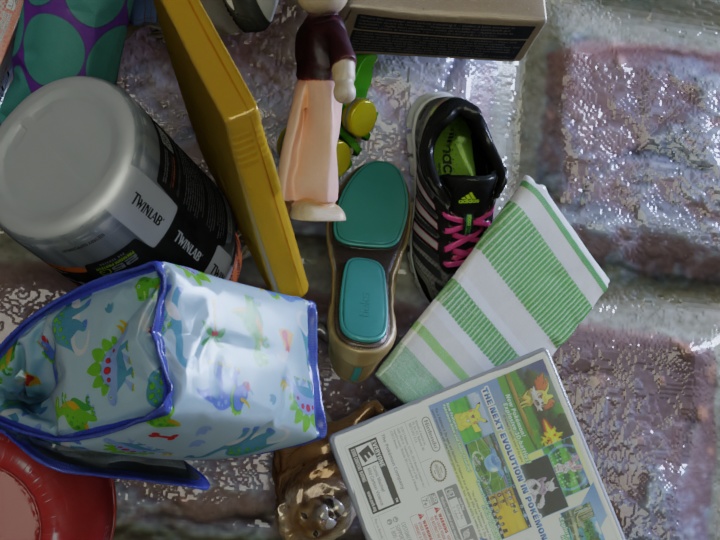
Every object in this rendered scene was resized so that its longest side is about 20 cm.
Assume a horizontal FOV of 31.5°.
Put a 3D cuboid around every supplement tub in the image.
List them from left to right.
[{"bbox_3d":[-0.165,-0.039,0.907,0.121,0.200,0.124,-8,66,18],"label":"supplement tub"}]

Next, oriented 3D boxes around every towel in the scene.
[{"bbox_3d":[0.109,0.043,1.020,0.201,0.023,0.153,-51,131,-9],"label":"towel"}]

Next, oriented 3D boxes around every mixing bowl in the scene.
[{"bbox_3d":[-0.278,0.183,0.927,0.197,0.108,0.203,1,86,-10],"label":"mixing bowl"}]

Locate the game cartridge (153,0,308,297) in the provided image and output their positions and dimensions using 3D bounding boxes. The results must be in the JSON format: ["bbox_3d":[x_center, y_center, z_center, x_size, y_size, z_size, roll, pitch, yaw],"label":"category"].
[{"bbox_3d":[-0.094,-0.099,0.904,0.032,0.201,0.177,-22,54,-10],"label":"game cartridge"}]

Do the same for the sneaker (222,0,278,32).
[{"bbox_3d":[-0.056,-0.270,0.945,0.079,0.074,0.203,5,72,17],"label":"sneaker"}]

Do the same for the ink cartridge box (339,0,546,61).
[{"bbox_3d":[0.057,-0.277,1.022,0.162,0.075,0.203,1,73,-12],"label":"ink cartridge box"}]

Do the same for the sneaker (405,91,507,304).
[{"bbox_3d":[0.079,-0.048,1.023,0.073,0.087,0.203,-6,90,-12],"label":"sneaker"}]

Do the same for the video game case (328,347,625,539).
[{"bbox_3d":[0.094,0.184,0.950,0.180,0.022,0.202,-21,82,-4],"label":"video game case"}]

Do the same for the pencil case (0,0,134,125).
[{"bbox_3d":[-0.219,-0.158,0.929,0.092,0.085,0.202,32,117,26],"label":"pencil case"}]

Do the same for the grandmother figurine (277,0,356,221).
[{"bbox_3d":[-0.030,-0.140,0.928,0.060,0.121,0.203,-1,99,-28],"label":"grandmother figurine"}]

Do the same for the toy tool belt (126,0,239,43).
[{"bbox_3d":[-0.160,-0.271,0.963,0.121,0.125,0.203,-10,116,-5],"label":"toy tool belt"}]

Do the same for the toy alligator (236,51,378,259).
[{"bbox_3d":[-0.036,-0.083,1.023,0.201,0.059,0.054,-58,138,-9],"label":"toy alligator"}]

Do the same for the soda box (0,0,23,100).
[{"bbox_3d":[-0.312,-0.129,0.963,0.068,0.064,0.202,21,82,-8],"label":"soda box"}]

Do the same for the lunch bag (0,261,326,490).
[{"bbox_3d":[-0.150,0.082,0.887,0.169,0.198,0.129,20,61,-52],"label":"lunch bag"}]

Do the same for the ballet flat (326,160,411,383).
[{"bbox_3d":[0.000,0.000,1.003,0.068,0.063,0.202,11,49,-1],"label":"ballet flat"}]

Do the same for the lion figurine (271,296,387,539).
[{"bbox_3d":[-0.054,0.111,1.005,0.122,0.073,0.201,-35,79,-4],"label":"lion figurine"}]
